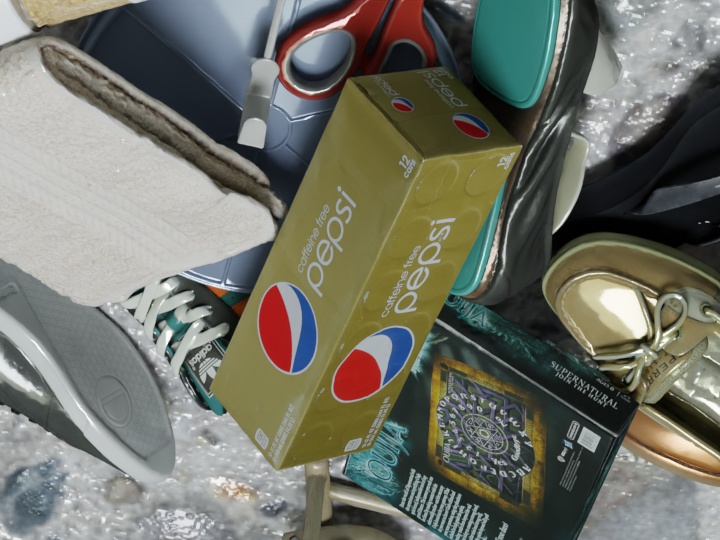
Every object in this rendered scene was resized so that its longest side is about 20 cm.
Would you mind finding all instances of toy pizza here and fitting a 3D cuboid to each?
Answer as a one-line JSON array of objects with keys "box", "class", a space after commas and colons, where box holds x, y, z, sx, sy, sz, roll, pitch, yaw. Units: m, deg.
[{"box": [-0.047, -0.078, 1.400, 0.199, 0.032, 0.201, 0, 122, 1], "class": "toy pizza"}]

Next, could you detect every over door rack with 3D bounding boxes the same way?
[{"box": [-0.093, -0.170, 1.301, 0.147, 0.067, 0.201, 13, 122, -4], "class": "over door rack"}]

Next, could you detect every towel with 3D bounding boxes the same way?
[{"box": [-0.136, -0.041, 1.332, 0.132, 0.035, 0.200, -21, 148, 29], "class": "towel"}]

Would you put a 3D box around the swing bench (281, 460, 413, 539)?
[{"box": [-0.002, 0.249, 1.594, 0.129, 0.200, 0.201, 14, 132, -7], "class": "swing bench"}]

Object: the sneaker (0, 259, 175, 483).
[{"box": [-0.191, 0.055, 1.528, 0.099, 0.071, 0.200, -31, 117, 31], "class": "sneaker"}]

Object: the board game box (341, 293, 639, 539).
[{"box": [0.064, 0.088, 1.486, 0.135, 0.028, 0.200, 33, 150, 10], "class": "board game box"}]

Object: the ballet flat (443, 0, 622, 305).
[{"box": [0.083, -0.079, 1.369, 0.068, 0.068, 0.201, -6, 121, -37], "class": "ballet flat"}]

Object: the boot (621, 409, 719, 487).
[{"box": [0.227, 0.034, 1.468, 0.198, 0.074, 0.156, 4, 127, 0], "class": "boot"}]

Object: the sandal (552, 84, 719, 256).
[{"box": [0.165, -0.034, 1.402, 0.076, 0.043, 0.200, 26, 139, -29], "class": "sandal"}]

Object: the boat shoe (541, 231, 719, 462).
[{"box": [0.174, 0.057, 1.413, 0.200, 0.063, 0.073, 39, 118, -14], "class": "boat shoe"}]

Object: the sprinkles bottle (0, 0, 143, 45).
[{"box": [-0.083, -0.154, 1.231, 0.199, 0.068, 0.068, -15, 130, 12], "class": "sprinkles bottle"}]

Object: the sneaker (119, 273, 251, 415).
[{"box": [-0.079, 0.022, 1.472, 0.199, 0.080, 0.071, 31, 130, -21], "class": "sneaker"}]

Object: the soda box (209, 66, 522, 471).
[{"box": [0.000, 0.000, 1.372, 0.067, 0.064, 0.201, -10, 137, -41], "class": "soda box"}]

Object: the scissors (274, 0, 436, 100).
[{"box": [0.030, -0.146, 1.332, 0.073, 0.014, 0.200, 27, 117, -13], "class": "scissors"}]
